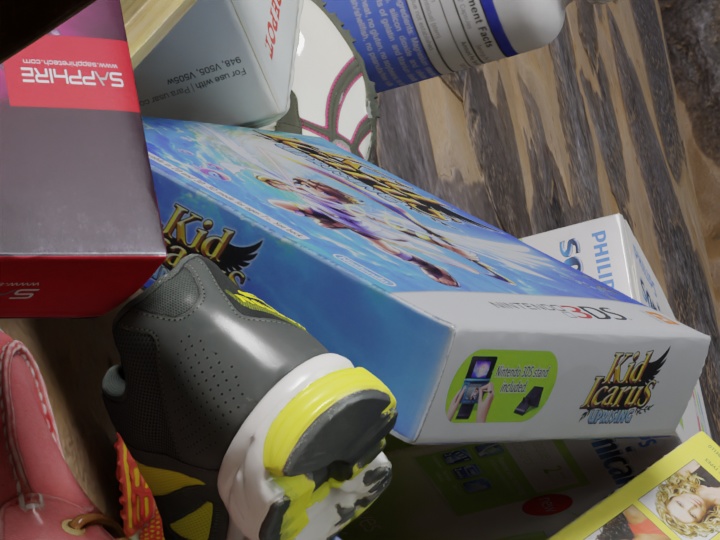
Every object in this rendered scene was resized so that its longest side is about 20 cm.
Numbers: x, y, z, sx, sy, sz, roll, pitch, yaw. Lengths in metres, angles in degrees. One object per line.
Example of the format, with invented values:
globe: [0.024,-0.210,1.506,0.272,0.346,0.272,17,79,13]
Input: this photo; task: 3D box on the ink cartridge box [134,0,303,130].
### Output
ink cartridge box: [-0.096,-0.164,1.064,0.147,0.083,0.201,-85,155,-57]

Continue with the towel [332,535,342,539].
towel: [-0.013,0.202,0.994,0.147,0.024,0.200,-56,142,-22]

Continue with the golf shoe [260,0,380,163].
golf shoe: [-0.034,-0.049,1.229,0.088,0.077,0.201,18,57,-66]

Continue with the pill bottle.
pill bottle: [0.040,-0.157,1.375,0.112,0.199,0.113,-15,90,-78]

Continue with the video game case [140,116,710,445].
video game case: [0.000,0.000,0.965,0.181,0.199,0.046,5,110,-56]

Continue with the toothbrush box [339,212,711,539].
toothbrush box: [0.036,0.066,1.111,0.146,0.199,0.087,55,23,-58]

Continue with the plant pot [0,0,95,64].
plant pot: [-0.160,-0.122,0.599,0.201,0.186,0.187,58,14,-3]

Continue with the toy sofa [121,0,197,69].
toy sofa: [-0.090,-0.126,0.912,0.200,0.097,0.083,-52,153,-37]

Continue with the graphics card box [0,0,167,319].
graphics card box: [-0.133,-0.087,0.759,0.125,0.051,0.201,0,70,-35]

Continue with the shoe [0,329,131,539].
shoe: [-0.079,0.103,0.819,0.071,0.091,0.201,43,34,-67]

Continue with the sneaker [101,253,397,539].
sneaker: [-0.038,0.049,0.843,0.085,0.074,0.200,47,-20,10]

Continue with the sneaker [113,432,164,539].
sneaker: [-0.038,0.117,1.014,0.073,0.077,0.200,-92,161,-45]

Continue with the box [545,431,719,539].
box: [0.075,0.135,0.998,0.050,0.075,0.200,42,42,19]
